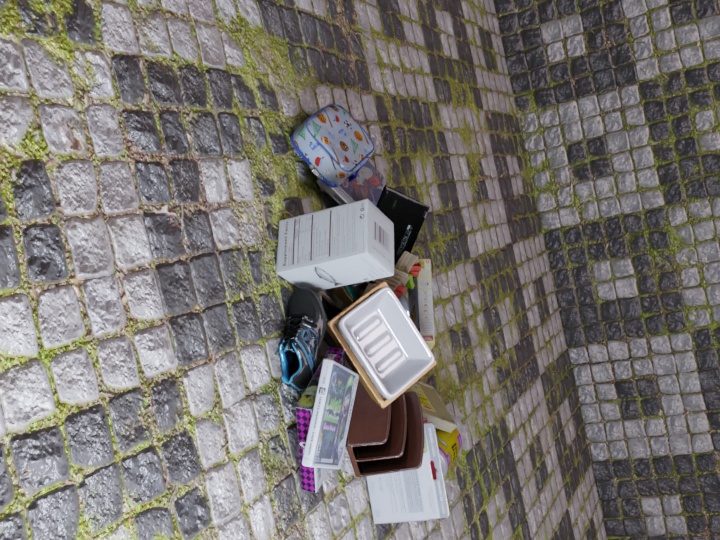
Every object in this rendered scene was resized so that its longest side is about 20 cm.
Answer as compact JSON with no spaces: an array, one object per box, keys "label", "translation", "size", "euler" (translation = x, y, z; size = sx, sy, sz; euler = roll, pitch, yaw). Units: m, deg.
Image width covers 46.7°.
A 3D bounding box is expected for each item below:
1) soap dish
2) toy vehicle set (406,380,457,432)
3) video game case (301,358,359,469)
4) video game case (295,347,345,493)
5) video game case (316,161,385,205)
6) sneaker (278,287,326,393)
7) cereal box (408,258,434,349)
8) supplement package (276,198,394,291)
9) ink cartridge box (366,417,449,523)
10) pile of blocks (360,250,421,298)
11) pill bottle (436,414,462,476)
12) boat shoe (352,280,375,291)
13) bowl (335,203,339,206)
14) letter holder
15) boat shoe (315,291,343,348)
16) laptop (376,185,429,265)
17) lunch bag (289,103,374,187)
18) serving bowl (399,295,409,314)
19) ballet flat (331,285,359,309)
[{"label":"soap dish","translation":[0.038,0.146,1.640],"size":[0.157,0.081,0.201],"euler":[-36,96,-29]},{"label":"toy vehicle set","translation":[0.135,0.302,1.929],"size":[0.200,0.027,0.124],"euler":[28,23,-46]},{"label":"video game case","translation":[-0.050,0.262,1.496],"size":[0.200,0.023,0.183],"euler":[47,53,-70]},{"label":"video game case","translation":[-0.069,0.276,1.546],"size":[0.181,0.036,0.201],"euler":[-59,152,-54]},{"label":"video game case","translation":[-0.016,-0.202,1.865],"size":[0.182,0.023,0.201],"euler":[43,35,-27]},{"label":"sneaker","translation":[-0.111,0.125,1.554],"size":[0.082,0.073,0.201],"euler":[27,56,-59]},{"label":"cereal box","translation":[0.135,0.091,1.880],"size":[0.144,0.039,0.201],"euler":[104,-13,-67]},{"label":"supplement package","translation":[-0.048,-0.044,1.606],"size":[0.117,0.199,0.118],"euler":[37,48,-53]},{"label":"ink cartridge box","translation":[0.104,0.419,1.753],"size":[0.084,0.175,0.201],"euler":[0,80,-64]},{"label":"pile of blocks","translation":[0.076,0.038,1.773],"size":[0.200,0.062,0.082],"euler":[-40,144,-42]},{"label":"pill bottle","translation":[0.183,0.419,1.992],"size":[0.200,0.104,0.105],"euler":[-39,115,-61]},{"label":"boat shoe","translation":[0.002,-0.002,1.754],"size":[0.200,0.073,0.068],"euler":[55,8,-39]},{"label":"bowl","translation":[-0.008,-0.068,1.879],"size":[0.200,0.039,0.202],"euler":[36,48,-54]},{"label":"letter holder","translation":[0.051,0.296,1.670],"size":[0.201,0.141,0.101],"euler":[-88,168,-50]},{"label":"boat shoe","translation":[-0.058,0.104,1.684],"size":[0.200,0.059,0.072],"euler":[48,39,-46]},{"label":"laptop","translation":[0.071,-0.076,1.882],"size":[0.199,0.116,0.188],"euler":[22,91,-32]},{"label":"lunch bag","translation":[-0.056,-0.263,1.773],"size":[0.160,0.075,0.200],"euler":[49,35,-6]},{"label":"serving bowl","translation":[0.054,0.135,1.892],"size":[0.200,0.065,0.201],"euler":[37,47,-54]},{"label":"ballet flat","translation":[-0.017,0.082,1.760],"size":[0.200,0.063,0.069],"euler":[51,10,2]}]
